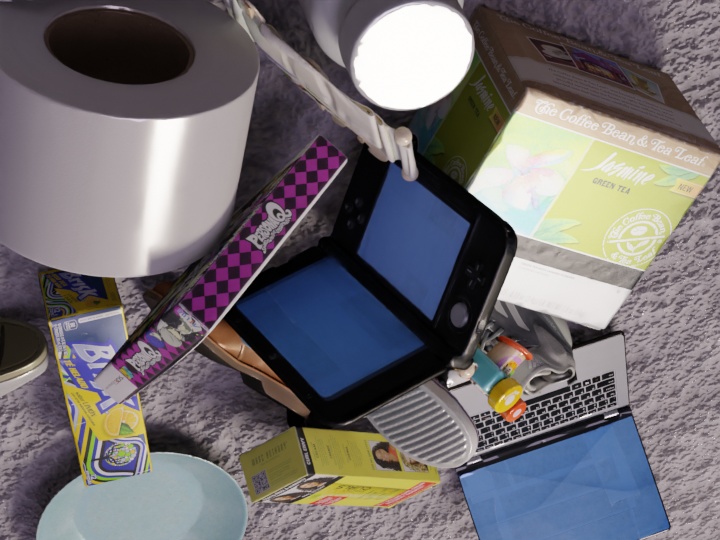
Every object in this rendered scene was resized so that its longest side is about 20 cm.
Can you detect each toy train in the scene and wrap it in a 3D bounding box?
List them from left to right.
[{"bbox_3d":[0.074,0.040,1.470,0.056,0.150,0.200,-46,110,2],"label":"toy train"}]

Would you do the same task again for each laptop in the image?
[{"bbox_3d":[0.190,0.184,1.675,0.187,0.116,0.200,-19,141,-3],"label":"laptop"}]

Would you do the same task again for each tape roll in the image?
[{"bbox_3d":[-0.182,-0.108,1.264,0.202,0.203,0.139,0,127,-18],"label":"tape roll"}]

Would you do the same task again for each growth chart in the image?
[{"bbox_3d":[-0.031,-0.140,1.299,0.200,0.145,0.018,41,86,1],"label":"growth chart"}]

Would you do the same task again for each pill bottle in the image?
[{"bbox_3d":[0.011,-0.206,1.245,0.114,0.200,0.114,-9,131,-11],"label":"pill bottle"}]

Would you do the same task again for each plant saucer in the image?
[{"bbox_3d":[-0.208,0.233,1.642,0.201,0.039,0.201,-9,131,-11],"label":"plant saucer"}]

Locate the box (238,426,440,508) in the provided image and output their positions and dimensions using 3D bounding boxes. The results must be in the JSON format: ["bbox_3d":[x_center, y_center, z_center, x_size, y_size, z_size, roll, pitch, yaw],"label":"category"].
[{"bbox_3d":[-0.016,0.183,1.602,0.075,0.050,0.200,-30,156,31],"label":"box"}]

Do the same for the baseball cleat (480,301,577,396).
[{"bbox_3d":[0.118,0.050,1.552,0.200,0.107,0.070,19,125,-28],"label":"baseball cleat"}]

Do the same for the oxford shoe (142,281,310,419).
[{"bbox_3d":[-0.107,0.054,1.524,0.200,0.071,0.071,35,82,-35],"label":"oxford shoe"}]

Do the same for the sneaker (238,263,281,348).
[{"bbox_3d":[-0.027,0.062,1.428,0.074,0.200,0.082,-34,134,-31],"label":"sneaker"}]

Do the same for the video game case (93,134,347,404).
[{"bbox_3d":[-0.109,0.001,1.347,0.036,0.200,0.181,42,146,-7],"label":"video game case"}]

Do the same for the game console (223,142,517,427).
[{"bbox_3d":[0.000,0.000,1.347,0.116,0.200,0.176,4,116,-38],"label":"game console"}]

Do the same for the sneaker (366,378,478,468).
[{"bbox_3d":[0.042,0.086,1.503,0.114,0.200,0.073,-22,143,-50],"label":"sneaker"}]

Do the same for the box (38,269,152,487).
[{"bbox_3d":[-0.228,0.090,1.497,0.064,0.070,0.200,-13,131,-10],"label":"box"}]

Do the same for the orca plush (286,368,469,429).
[{"bbox_3d":[0.021,0.091,1.603,0.200,0.071,0.105,-20,177,12],"label":"orca plush"}]

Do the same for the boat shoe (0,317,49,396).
[{"bbox_3d":[-0.354,0.097,1.468,0.200,0.075,0.068,-14,137,3],"label":"boat shoe"}]

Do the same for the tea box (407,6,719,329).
[{"bbox_3d":[0.152,-0.082,1.436,0.200,0.134,0.197,14,122,-26],"label":"tea box"}]
